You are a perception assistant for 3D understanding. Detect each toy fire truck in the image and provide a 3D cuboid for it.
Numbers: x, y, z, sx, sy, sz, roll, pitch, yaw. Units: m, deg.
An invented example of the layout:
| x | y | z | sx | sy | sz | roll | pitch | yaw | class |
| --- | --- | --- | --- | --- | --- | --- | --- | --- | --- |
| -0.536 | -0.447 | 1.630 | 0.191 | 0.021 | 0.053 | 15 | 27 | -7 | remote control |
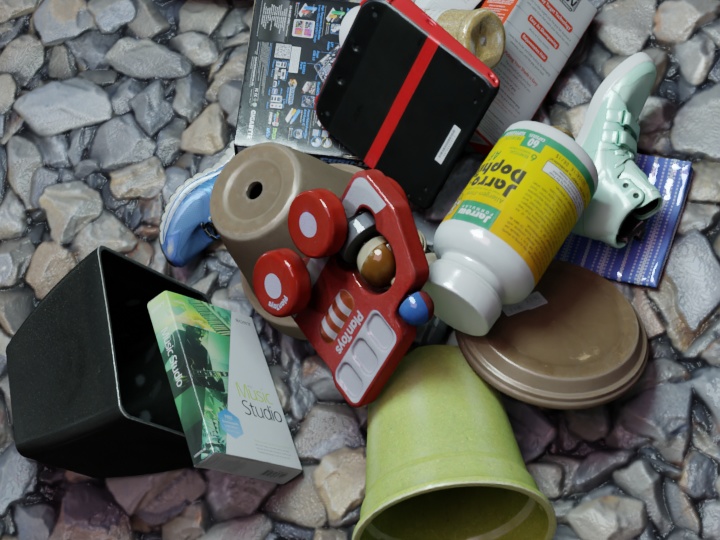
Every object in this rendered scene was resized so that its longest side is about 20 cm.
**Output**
| x | y | z | sx | sy | sz | roll | pitch | yaw | class |
| --- | --- | --- | --- | --- | --- | --- | --- | --- | --- |
| 0.001 | 0.012 | 1.539 | 0.168 | 0.112 | 0.201 | 51 | 130 | 23 | toy fire truck |

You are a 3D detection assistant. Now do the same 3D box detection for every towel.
| x | y | z | sx | sy | sz | roll | pitch | yaw | class |
| --- | --- | --- | --- | --- | --- | --- | --- | --- | --- |
| 0.241 | -0.069 | 1.697 | 0.198 | 0.024 | 0.146 | 13 | 74 | 27 | towel |

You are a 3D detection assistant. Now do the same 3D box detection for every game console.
| x | y | z | sx | sy | sz | roll | pitch | yaw | class |
| --- | --- | --- | --- | --- | --- | --- | --- | --- | --- |
| 0.045 | -0.184 | 1.695 | 0.176 | 0.201 | 0.031 | 39 | 45 | 10 | game console |

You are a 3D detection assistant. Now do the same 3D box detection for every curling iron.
| x | y | z | sx | sy | sz | roll | pitch | yaw | class |
| --- | --- | --- | --- | --- | --- | --- | --- | --- | --- |
| 0.078 | 0.052 | 1.711 | 0.049 | 0.026 | 0.202 | 7 | 71 | 30 | curling iron |

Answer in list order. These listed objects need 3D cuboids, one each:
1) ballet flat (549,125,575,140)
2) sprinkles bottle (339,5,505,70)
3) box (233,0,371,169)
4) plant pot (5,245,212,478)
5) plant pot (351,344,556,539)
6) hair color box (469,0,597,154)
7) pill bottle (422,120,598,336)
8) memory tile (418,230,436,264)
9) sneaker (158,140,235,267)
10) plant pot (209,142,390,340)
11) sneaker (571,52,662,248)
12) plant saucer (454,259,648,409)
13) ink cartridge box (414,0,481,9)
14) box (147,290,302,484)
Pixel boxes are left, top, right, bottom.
| x | y | z | sx | sy | sz | roll | pitch | yaw | class |
| --- | --- | --- | --- | --- | --- | --- | --- | --- | --- |
| 0.151 | -0.076 | 1.697 | 0.201 | 0.068 | 0.072 | -54 | 42 | -4 | ballet flat |
| 0.065 | -0.251 | 1.723 | 0.199 | 0.068 | 0.069 | 11 | 71 | 47 | sprinkles bottle |
| -0.035 | -0.213 | 1.824 | 0.196 | 0.050 | 0.202 | 6 | 70 | 0 | box |
| -0.273 | 0.122 | 1.743 | 0.176 | 0.199 | 0.201 | -27 | 60 | 25 | plant pot |
| 0.081 | 0.183 | 1.573 | 0.199 | 0.201 | 0.186 | -19 | 50 | 14 | plant pot |
| 0.166 | -0.236 | 1.750 | 0.201 | 0.101 | 0.061 | -57 | 34 | -9 | hair color box |
| 0.141 | -0.039 | 1.566 | 0.112 | 0.113 | 0.201 | 24 | 66 | 29 | pill bottle |
| 0.000 | 0.000 | 1.756 | 0.153 | 0.017 | 0.200 | -47 | 52 | 2 | memory tile |
| -0.149 | -0.078 | 1.834 | 0.200 | 0.079 | 0.089 | -47 | 56 | -2 | sneaker |
| -0.072 | -0.049 | 1.705 | 0.199 | 0.174 | 0.202 | -14 | 59 | 25 | plant pot |
| 0.282 | -0.118 | 1.648 | 0.118 | 0.074 | 0.202 | 30 | 93 | 34 | sneaker |
| 0.193 | 0.056 | 1.597 | 0.198 | 0.030 | 0.201 | 4 | 44 | -4 | plant saucer |
| 0.138 | -0.357 | 1.775 | 0.200 | 0.050 | 0.109 | -47 | 17 | 32 | ink cartridge box |
| -0.145 | 0.125 | 1.703 | 0.036 | 0.144 | 0.201 | -37 | 58 | 24 | box |
